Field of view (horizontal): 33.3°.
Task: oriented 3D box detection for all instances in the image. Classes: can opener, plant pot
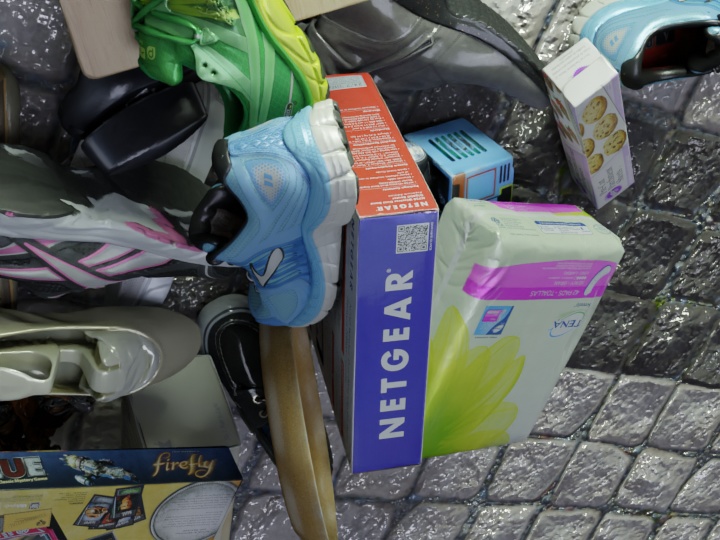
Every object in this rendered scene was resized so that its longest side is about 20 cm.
[{"bbox_3d":[-0.100,-0.136,0.757,0.200,0.063,0.079,-37,100,-20],"label":"can opener"},{"bbox_3d":[-0.045,0.106,0.858,0.027,0.200,0.201,-10,127,1],"label":"plant pot"}]

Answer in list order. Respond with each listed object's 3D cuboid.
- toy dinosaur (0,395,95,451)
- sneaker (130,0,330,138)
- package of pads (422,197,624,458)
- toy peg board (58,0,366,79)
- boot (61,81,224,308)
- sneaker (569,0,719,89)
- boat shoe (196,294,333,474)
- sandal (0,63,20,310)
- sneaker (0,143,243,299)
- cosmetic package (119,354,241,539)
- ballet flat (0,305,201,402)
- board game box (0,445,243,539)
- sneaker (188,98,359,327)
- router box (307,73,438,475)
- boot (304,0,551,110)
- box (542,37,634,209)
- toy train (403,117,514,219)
[{"bbox_3d":[-0.274,0.125,0.858,0.200,0.136,0.102,-33,135,32],"label":"toy dinosaur"},{"bbox_3d":[-0.091,-0.142,0.635,0.083,0.074,0.200,-38,122,-3],"label":"sneaker"},{"bbox_3d":[0.099,0.044,0.907,0.154,0.068,0.201,0,122,-43],"label":"package of pads"},{"bbox_3d":[-0.096,-0.242,0.685,0.198,0.098,0.201,-19,120,-11],"label":"toy peg board"},{"bbox_3d":[-0.167,-0.047,0.825,0.095,0.074,0.201,14,107,-25],"label":"boot"},{"bbox_3d":[0.262,-0.178,0.899,0.199,0.090,0.079,-23,128,-8],"label":"sneaker"},{"bbox_3d":[-0.068,0.102,0.970,0.068,0.057,0.200,-29,129,-3],"label":"boat shoe"},{"bbox_3d":[-0.235,-0.043,0.795,0.054,0.080,0.201,-14,125,-42],"label":"sandal"},{"bbox_3d":[-0.170,-0.021,0.759,0.199,0.081,0.086,12,131,-31],"label":"sneaker"},{"bbox_3d":[-0.147,0.175,0.942,0.073,0.104,0.201,-5,131,-20],"label":"cosmetic package"},{"bbox_3d":[-0.193,0.060,0.783,0.199,0.070,0.070,1,121,-26],"label":"ballet flat"},{"bbox_3d":[-0.195,0.180,0.817,0.199,0.035,0.136,4,126,-34],"label":"board game box"},{"bbox_3d":[-0.059,-0.029,0.710,0.089,0.079,0.200,-8,150,-12],"label":"sneaker"},{"bbox_3d":[0.000,0.000,0.795,0.049,0.180,0.201,-6,126,-11],"label":"router box"},{"bbox_3d":[0.039,-0.140,0.861,0.200,0.070,0.132,28,114,-29],"label":"boot"},{"bbox_3d":[0.173,-0.104,0.897,0.041,0.039,0.200,-35,157,2],"label":"box"},{"bbox_3d":[0.054,-0.016,0.930,0.114,0.087,0.201,-18,130,-22],"label":"toy train"}]
